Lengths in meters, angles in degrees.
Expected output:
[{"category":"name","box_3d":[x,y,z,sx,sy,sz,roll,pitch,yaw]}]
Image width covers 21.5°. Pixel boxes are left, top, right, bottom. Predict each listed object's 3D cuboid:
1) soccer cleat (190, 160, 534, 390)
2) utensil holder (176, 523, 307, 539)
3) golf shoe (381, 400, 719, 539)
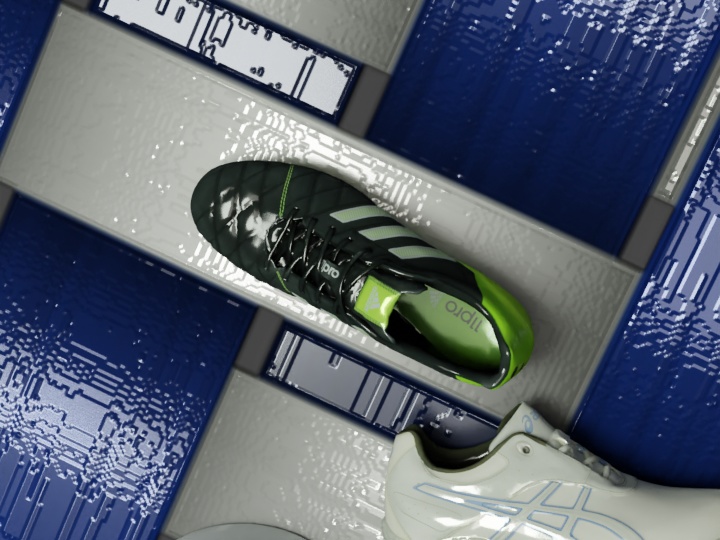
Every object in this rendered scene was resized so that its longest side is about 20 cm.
[{"category":"soccer cleat","box_3d":[0.000,0.000,0.991,0.200,0.081,0.068,27,103,3]},{"category":"utensil holder","box_3d":[-0.080,0.235,0.985,0.169,0.200,0.170,1,101,7]},{"category":"golf shoe","box_3d":[0.107,0.117,1.003,0.199,0.078,0.098,-5,93,8]}]
